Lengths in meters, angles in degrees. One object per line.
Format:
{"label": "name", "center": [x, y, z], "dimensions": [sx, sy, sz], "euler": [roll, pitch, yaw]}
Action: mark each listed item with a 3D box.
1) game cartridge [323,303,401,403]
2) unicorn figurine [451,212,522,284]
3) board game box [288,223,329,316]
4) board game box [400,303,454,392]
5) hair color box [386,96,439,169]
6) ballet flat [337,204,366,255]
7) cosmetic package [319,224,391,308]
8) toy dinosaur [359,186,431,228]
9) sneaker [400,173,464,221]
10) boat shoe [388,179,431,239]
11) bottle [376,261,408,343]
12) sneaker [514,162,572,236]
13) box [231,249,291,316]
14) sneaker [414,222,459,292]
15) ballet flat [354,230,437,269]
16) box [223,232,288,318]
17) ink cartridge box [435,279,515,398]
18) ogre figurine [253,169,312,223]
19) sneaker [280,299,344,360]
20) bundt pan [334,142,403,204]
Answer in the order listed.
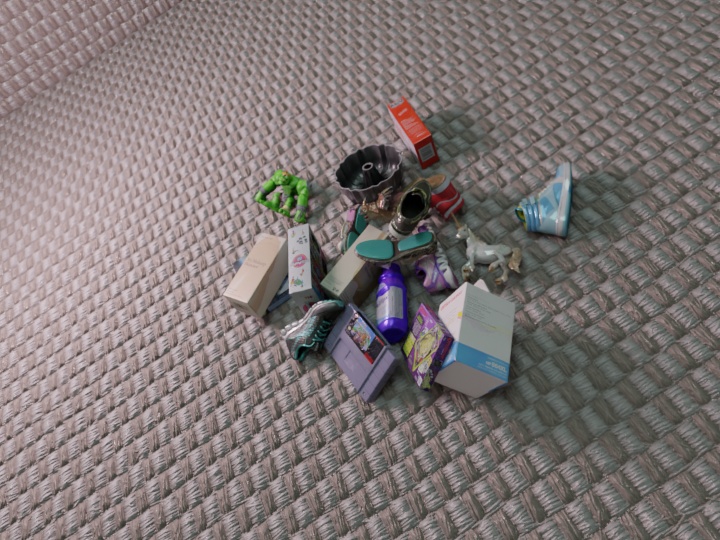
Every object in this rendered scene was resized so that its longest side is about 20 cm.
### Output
{"label": "game cartridge", "center": [-0.001, 0.182, 1.385], "dimensions": [0.200, 0.038, 0.131], "euler": [47, 116, 40]}
{"label": "unicorn figurine", "center": [0.286, -0.039, 1.437], "dimensions": [0.196, 0.075, 0.139], "euler": [16, 53, 16]}
{"label": "board game box", "center": [-0.128, 0.010, 1.527], "dimensions": [0.063, 0.149, 0.203], "euler": [-14, 52, 10]}
{"label": "board game box", "center": [0.136, 0.156, 1.281], "dimensions": [0.200, 0.032, 0.122], "euler": [-114, 43, -73]}
{"label": "hair color box", "center": [0.148, -0.390, 1.722], "dimensions": [0.060, 0.102, 0.202], "euler": [-28, 50, 2]}
{"label": "ballet flat", "center": [-0.025, -0.089, 1.612], "dimensions": [0.070, 0.069, 0.203], "euler": [-22, 41, 35]}
{"label": "cosmetic package", "center": [0.000, 0.000, 1.506], "dimensions": [0.070, 0.106, 0.201], "euler": [29, 72, 34]}
{"label": "toy dinosaur", "center": [0.096, -0.158, 1.521], "dimensions": [0.085, 0.137, 0.199], "euler": [-35, 1, 38]}
{"label": "sneaker", "center": [0.189, -0.185, 1.589], "dimensions": [0.072, 0.112, 0.199], "euler": [-53, 23, -16]}
{"label": "boat shoe", "center": [0.128, -0.154, 1.427], "dimensions": [0.071, 0.061, 0.203], "euler": [31, 47, 1]}
{"label": "bottle", "center": [0.073, 0.066, 1.439], "dimensions": [0.084, 0.064, 0.204], "euler": [-48, 32, 47]}
{"label": "sneaker", "center": [0.437, -0.175, 1.455], "dimensions": [0.128, 0.080, 0.203], "euler": [3, 57, 24]}
{"label": "box", "center": [-0.255, 0.016, 1.649], "dimensions": [0.135, 0.038, 0.201], "euler": [-34, 50, -2]}
{"label": "sneaker", "center": [0.165, -0.028, 1.473], "dimensions": [0.087, 0.081, 0.203], "euler": [-27, 50, 13]}
{"label": "ballet flat", "center": [0.086, -0.040, 1.430], "dimensions": [0.195, 0.076, 0.069], "euler": [-10, 49, 11]}
{"label": "box", "center": [-0.255, 0.011, 1.576], "dimensions": [0.093, 0.078, 0.203], "euler": [12, 62, 31]}
{"label": "ink cartridge box", "center": [0.232, 0.134, 1.260], "dimensions": [0.123, 0.129, 0.203], "euler": [23, 59, -11]}
{"label": "ogre figurine", "center": [-0.217, -0.224, 1.774], "dimensions": [0.199, 0.097, 0.122], "euler": [24, 85, 51]}
{"label": "sneaker", "center": [-0.105, 0.146, 1.452], "dimensions": [0.199, 0.077, 0.093], "euler": [-40, 55, 29]}
{"label": "bundt pan", "center": [0.031, -0.259, 1.684], "dimensions": [0.197, 0.076, 0.205], "euler": [-14, 43, 14]}
